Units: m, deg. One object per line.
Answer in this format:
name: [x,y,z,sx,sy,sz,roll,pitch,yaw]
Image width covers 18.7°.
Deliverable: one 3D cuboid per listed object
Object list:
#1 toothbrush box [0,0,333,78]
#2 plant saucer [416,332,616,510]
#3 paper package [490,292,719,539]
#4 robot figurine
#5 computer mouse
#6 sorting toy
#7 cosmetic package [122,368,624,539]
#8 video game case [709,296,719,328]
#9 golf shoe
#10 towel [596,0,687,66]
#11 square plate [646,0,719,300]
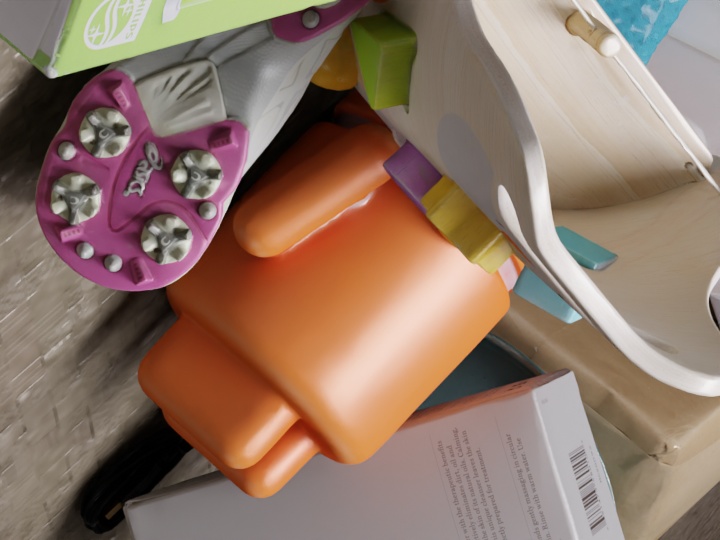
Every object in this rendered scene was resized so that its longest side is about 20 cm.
toothbrush box: [-0.043,-0.136,0.517,0.200,0.146,0.086,-22,146,-52]
plant saucer: [0.039,0.101,1.073,0.036,0.200,0.200,-39,160,-52]
paper package: [0.127,0.029,1.138,0.200,0.191,0.103,-33,155,-45]
robot figurine: [0.000,0.000,0.913,0.200,0.117,0.144,-46,118,-11]
computer mouse: [-0.053,0.049,1.014,0.200,0.034,0.059,-49,162,-1]
sorting toy: [0.064,-0.037,0.758,0.107,0.180,0.200,-38,120,8]
cosmetic package: [0.009,0.123,0.983,0.200,0.108,0.085,-16,179,18]
video game case: [0.223,-0.049,1.064,0.182,0.022,0.200,-39,120,-31]
golf shoe: [-0.042,-0.087,0.754,0.200,0.075,0.092,-54,-177,6]
towel: [0.084,-0.166,0.805,0.147,0.022,0.200,15,122,-22]
square plate: [0.122,-0.065,0.938,0.028,0.198,0.200,-54,165,-30]
